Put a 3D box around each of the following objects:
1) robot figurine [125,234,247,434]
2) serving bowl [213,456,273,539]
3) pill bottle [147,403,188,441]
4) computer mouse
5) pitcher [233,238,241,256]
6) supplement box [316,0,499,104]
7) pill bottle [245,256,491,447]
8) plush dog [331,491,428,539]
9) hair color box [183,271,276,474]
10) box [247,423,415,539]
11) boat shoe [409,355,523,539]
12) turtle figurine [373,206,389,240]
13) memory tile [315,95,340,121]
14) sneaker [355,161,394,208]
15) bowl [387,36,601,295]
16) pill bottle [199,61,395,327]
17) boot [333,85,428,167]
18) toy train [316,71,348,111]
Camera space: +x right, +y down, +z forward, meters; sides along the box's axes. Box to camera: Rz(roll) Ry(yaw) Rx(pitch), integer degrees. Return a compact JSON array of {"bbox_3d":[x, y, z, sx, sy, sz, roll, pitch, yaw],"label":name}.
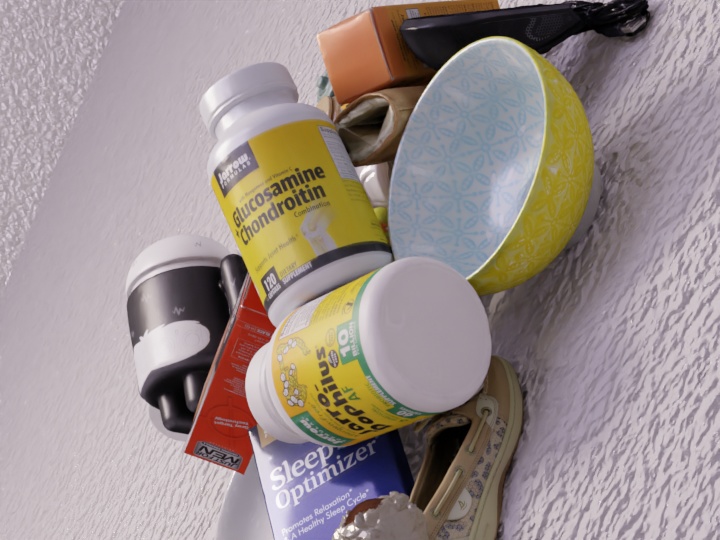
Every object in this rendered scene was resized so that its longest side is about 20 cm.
[{"bbox_3d":[-0.165,0.063,1.948,0.125,0.149,0.202,68,-172,-61],"label":"robot figurine"},{"bbox_3d":[-0.049,0.184,1.682,0.201,0.065,0.201,-53,20,28],"label":"serving bowl"},{"bbox_3d":[-0.176,0.085,2.099,0.112,0.111,0.201,-50,21,31],"label":"pill bottle"},{"bbox_3d":[0.128,-0.189,1.610,0.138,0.198,0.053,-161,64,-68],"label":"computer mouse"},{"bbox_3d":[-0.062,-0.075,1.953,0.172,0.121,0.200,59,137,16],"label":"pitcher"},{"bbox_3d":[0.051,-0.189,1.681,0.066,0.069,0.199,-21,-2,37],"label":"supplement box"},{"bbox_3d":[-0.002,0.068,1.464,0.199,0.112,0.114,-25,40,52],"label":"pill bottle"},{"bbox_3d":[0.016,0.276,1.308,0.201,0.159,0.172,-59,-4,-35],"label":"plush dog"},{"bbox_3d":[-0.090,0.071,1.679,0.102,0.061,0.201,-76,6,-46],"label":"hair color box"},{"bbox_3d":[-0.023,0.154,1.554,0.121,0.032,0.201,-32,45,15],"label":"box"},{"bbox_3d":[0.071,0.136,1.431,0.073,0.062,0.201,-45,23,42],"label":"boat shoe"},{"bbox_3d":[0.000,0.000,1.707,0.200,0.064,0.162,-47,-16,-41],"label":"turtle figurine"},{"bbox_3d":[-0.062,-0.049,1.788,0.153,0.017,0.202,146,135,-64],"label":"memory tile"},{"bbox_3d":[0.008,-0.101,1.823,0.099,0.079,0.200,-18,11,21],"label":"sneaker"},{"bbox_3d":[0.119,-0.066,1.497,0.200,0.107,0.202,-35,47,47],"label":"bowl"},{"bbox_3d":[-0.056,-0.060,1.568,0.112,0.111,0.201,-44,63,42],"label":"pill bottle"},{"bbox_3d":[0.046,-0.120,1.676,0.199,0.067,0.175,-19,-15,-41],"label":"boot"},{"bbox_3d":[0.006,-0.163,2.024,0.200,0.085,0.115,-21,53,64],"label":"toy train"}]
